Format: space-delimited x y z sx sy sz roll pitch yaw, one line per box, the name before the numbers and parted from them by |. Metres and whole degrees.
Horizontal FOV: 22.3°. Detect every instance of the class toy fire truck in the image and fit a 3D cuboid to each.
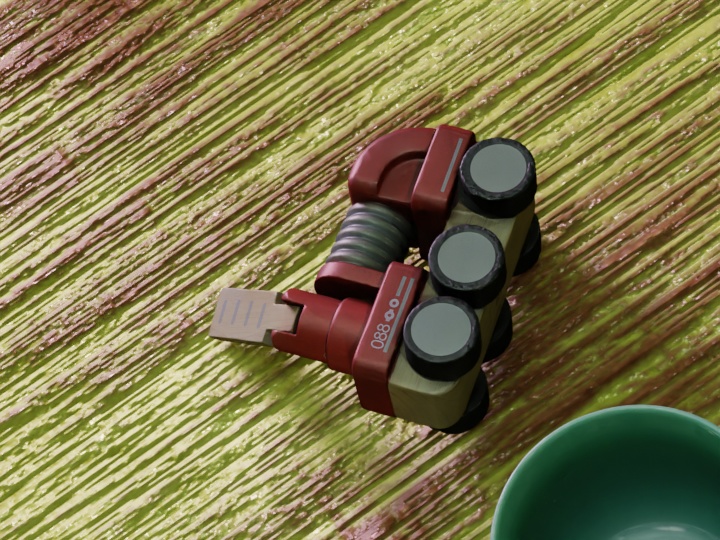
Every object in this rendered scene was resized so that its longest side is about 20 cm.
toy fire truck | 0.000 0.000 1.144 0.199 0.129 0.177 14 63 15

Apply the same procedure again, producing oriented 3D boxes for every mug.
mug | 0.160 0.176 0.963 0.152 0.115 0.185 -27 54 1
